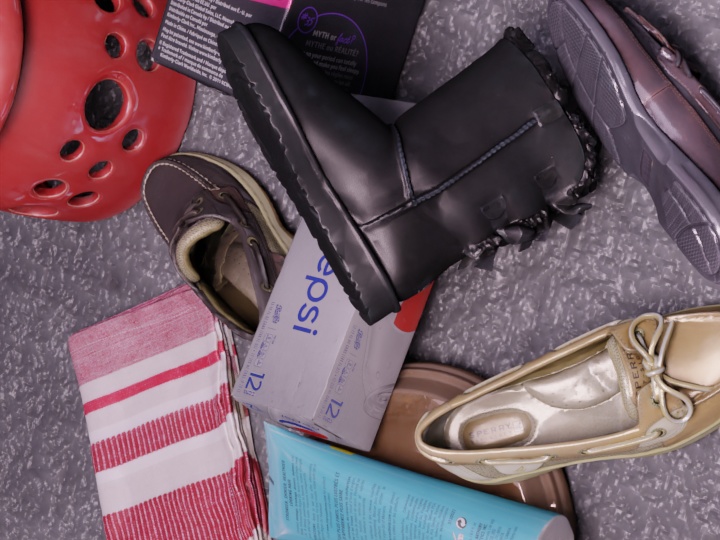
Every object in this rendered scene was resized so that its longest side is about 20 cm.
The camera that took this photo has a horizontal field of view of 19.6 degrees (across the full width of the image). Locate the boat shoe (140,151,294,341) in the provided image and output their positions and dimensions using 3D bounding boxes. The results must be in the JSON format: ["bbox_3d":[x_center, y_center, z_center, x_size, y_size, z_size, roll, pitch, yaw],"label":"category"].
[{"bbox_3d":[-0.090,-0.018,1.340,0.200,0.065,0.074,40,115,40],"label":"boat shoe"}]

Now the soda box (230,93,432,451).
[{"bbox_3d":[0.000,0.000,1.237,0.068,0.063,0.201,12,76,39],"label":"soda box"}]

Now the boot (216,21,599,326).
[{"bbox_3d":[0.031,-0.083,1.171,0.162,0.073,0.199,-31,95,-9],"label":"boot"}]

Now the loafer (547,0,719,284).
[{"bbox_3d":[0.173,-0.082,1.150,0.201,0.063,0.072,61,163,27],"label":"loafer"}]

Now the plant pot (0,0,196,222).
[{"bbox_3d":[-0.241,-0.140,1.406,0.200,0.182,0.202,-5,82,40],"label":"plant pot"}]

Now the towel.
[{"bbox_3d":[-0.131,0.119,1.397,0.144,0.023,0.201,-23,73,36],"label":"towel"}]

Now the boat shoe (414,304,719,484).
[{"bbox_3d":[0.128,0.068,1.144,0.200,0.063,0.074,-17,74,21],"label":"boat shoe"}]

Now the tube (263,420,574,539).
[{"bbox_3d":[0.024,0.144,1.201,0.199,0.050,0.078,12,110,32],"label":"tube"}]

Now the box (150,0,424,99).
[{"bbox_3d":[-0.028,-0.200,1.272,0.106,0.122,0.201,27,103,38],"label":"box"}]

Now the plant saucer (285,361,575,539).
[{"bbox_3d":[0.033,0.155,1.239,0.199,0.029,0.201,0,90,30],"label":"plant saucer"}]
